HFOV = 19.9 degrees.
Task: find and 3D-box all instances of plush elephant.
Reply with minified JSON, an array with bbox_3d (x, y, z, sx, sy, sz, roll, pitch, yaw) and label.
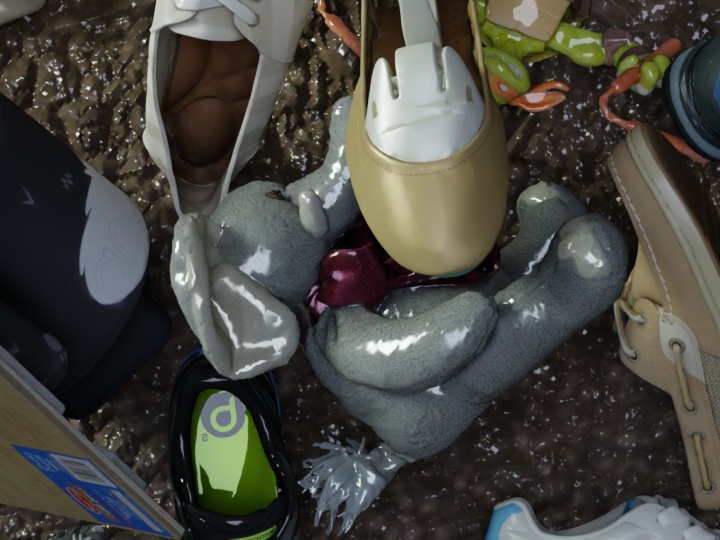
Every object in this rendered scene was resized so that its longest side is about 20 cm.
[{"bbox_3d":[0.000,0.000,0.926,0.155,0.165,0.200,43,102,-7],"label":"plush elephant"}]

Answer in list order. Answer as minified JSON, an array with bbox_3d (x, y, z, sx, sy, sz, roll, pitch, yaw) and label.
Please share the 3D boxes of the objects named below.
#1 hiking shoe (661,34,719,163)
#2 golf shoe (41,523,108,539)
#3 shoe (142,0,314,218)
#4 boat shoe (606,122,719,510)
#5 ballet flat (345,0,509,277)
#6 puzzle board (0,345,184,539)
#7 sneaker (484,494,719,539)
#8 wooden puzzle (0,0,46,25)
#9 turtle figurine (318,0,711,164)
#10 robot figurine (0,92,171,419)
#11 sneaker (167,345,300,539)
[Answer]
[{"bbox_3d":[0.233,-0.110,0.924,0.200,0.087,0.075,-33,94,-22],"label":"hiking shoe"},{"bbox_3d":[-0.177,0.204,0.991,0.200,0.078,0.095,-42,91,15],"label":"golf shoe"},{"bbox_3d":[-0.060,-0.101,0.927,0.070,0.200,0.054,11,47,-4],"label":"shoe"},{"bbox_3d":[0.147,0.028,0.938,0.064,0.071,0.200,-19,113,15],"label":"boat shoe"},{"bbox_3d":[0.022,-0.088,0.867,0.068,0.063,0.200,-10,51,5],"label":"ballet flat"},{"bbox_3d":[-0.182,0.059,0.913,0.150,0.200,0.017,6,62,31],"label":"puzzle board"},{"bbox_3d":[0.154,0.148,0.961,0.199,0.077,0.081,2,89,3],"label":"sneaker"},{"bbox_3d":[-0.273,-0.177,0.982,0.199,0.046,0.186,-19,107,6],"label":"wooden puzzle"},{"bbox_3d":[0.094,-0.138,0.970,0.199,0.064,0.162,23,84,13],"label":"turtle figurine"},{"bbox_3d":[-0.179,-0.012,0.937,0.150,0.200,0.125,-1,58,44],"label":"robot figurine"},{"bbox_3d":[-0.059,0.134,0.973,0.070,0.083,0.200,-10,90,5],"label":"sneaker"}]
